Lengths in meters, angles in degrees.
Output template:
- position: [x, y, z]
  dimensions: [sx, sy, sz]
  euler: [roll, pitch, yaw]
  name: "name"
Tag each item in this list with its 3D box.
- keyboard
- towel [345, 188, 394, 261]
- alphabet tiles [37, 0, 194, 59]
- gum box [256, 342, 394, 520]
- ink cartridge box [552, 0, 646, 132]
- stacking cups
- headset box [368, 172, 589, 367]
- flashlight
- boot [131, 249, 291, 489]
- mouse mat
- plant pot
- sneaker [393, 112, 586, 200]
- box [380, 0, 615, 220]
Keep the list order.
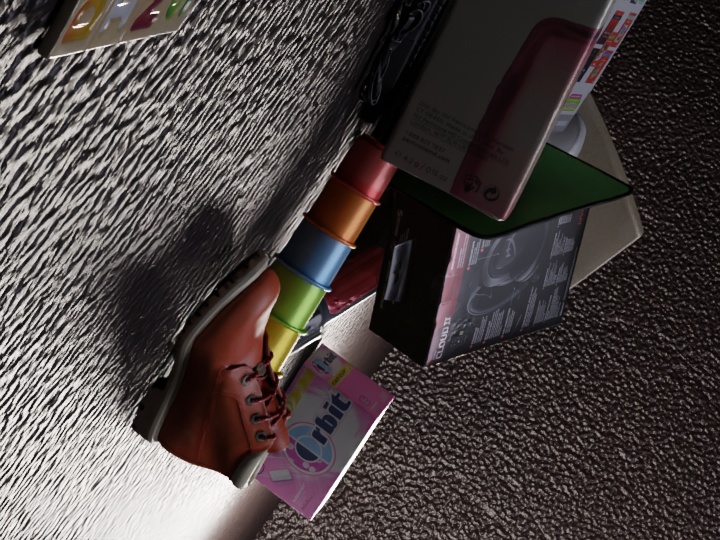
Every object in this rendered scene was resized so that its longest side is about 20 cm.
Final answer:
- position: [0.041, -0.175, 1.289]
  dimensions: [0.127, 0.021, 0.201]
  euler: [-51, 172, -40]
  name: "keyboard"
- position: [0.052, -0.046, 1.730]
  dimensions: [0.132, 0.035, 0.200]
  euler: [-3, -143, 45]
  name: "towel"
- position: [-0.052, -0.154, 0.666]
  dimensions: [0.167, 0.006, 0.200]
  euler: [-56, 174, 18]
  name: "alphabet tiles"
- position: [-0.057, 0.206, 2.252]
  dimensions: [0.201, 0.113, 0.066]
  euler: [-59, 173, 31]
  name: "gum box"
- position: [0.162, -0.213, 1.553]
  dimensions: [0.177, 0.084, 0.200]
  euler: [-60, 162, 15]
  name: "ink cartridge box"
- position: [-0.039, -0.017, 1.417]
  dimensions: [0.201, 0.060, 0.060]
  euler: [-61, 174, 5]
  name: "stacking cups"
- position: [0.098, -0.014, 1.527]
  dimensions: [0.199, 0.077, 0.150]
  euler: [-15, 126, -41]
  name: "headset box"
- position: [0.000, 0.000, 1.548]
  dimensions: [0.199, 0.068, 0.068]
  euler: [-31, -160, -28]
  name: "flashlight"
- position: [-0.082, 0.073, 1.276]
  dimensions: [0.075, 0.107, 0.201]
  euler: [-46, 169, -46]
  name: "boot"
- position: [0.108, -0.077, 1.478]
  dimensions: [0.199, 0.160, 0.008]
  euler: [-16, 126, -42]
  name: "mouse mat"
- position: [0.189, -0.075, 1.915]
  dimensions: [0.199, 0.178, 0.200]
  euler: [-36, -175, 1]
  name: "plant pot"
- position: [0.127, -0.106, 1.640]
  dimensions: [0.199, 0.071, 0.080]
  euler: [-23, 158, -22]
  name: "sneaker"
- position: [0.111, -0.157, 1.366]
  dimensions: [0.201, 0.108, 0.128]
  euler: [-64, 176, 15]
  name: "box"
